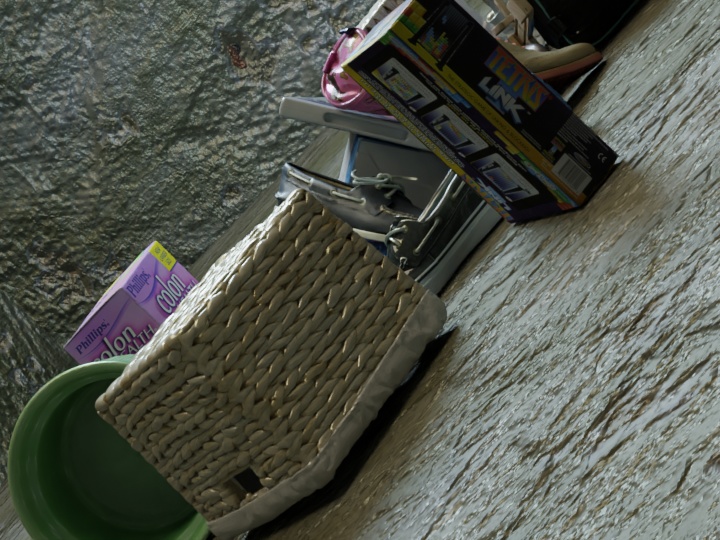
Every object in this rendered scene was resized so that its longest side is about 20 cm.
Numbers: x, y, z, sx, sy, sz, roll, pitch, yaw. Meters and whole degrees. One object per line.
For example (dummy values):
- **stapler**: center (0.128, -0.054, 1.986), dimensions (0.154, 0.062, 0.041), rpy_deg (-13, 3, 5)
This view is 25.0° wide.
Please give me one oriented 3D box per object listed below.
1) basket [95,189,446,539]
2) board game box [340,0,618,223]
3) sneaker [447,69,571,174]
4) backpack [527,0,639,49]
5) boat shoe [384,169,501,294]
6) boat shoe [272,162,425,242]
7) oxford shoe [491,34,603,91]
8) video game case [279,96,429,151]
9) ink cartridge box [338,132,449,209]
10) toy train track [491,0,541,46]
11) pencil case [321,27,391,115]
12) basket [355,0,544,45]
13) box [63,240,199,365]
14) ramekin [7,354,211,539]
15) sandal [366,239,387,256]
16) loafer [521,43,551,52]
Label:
- **basket**: center (-0.072, 0.073, 1.288), dimensions (0.200, 0.161, 0.198), rpy_deg (-51, 8, -35)
- **board game box**: center (0.090, -0.128, 1.287), dimensions (0.057, 0.200, 0.165), rpy_deg (-50, 9, -10)
- **sneaker**: center (0.131, -0.111, 1.476), dimensions (0.085, 0.077, 0.200), rpy_deg (-52, -1, -21)
- **backpack**: center (0.232, -0.347, 1.675), dimensions (0.200, 0.176, 0.153), rpy_deg (-42, 13, 3)
- **boat shoe**: center (0.053, -0.023, 1.434), dimensions (0.200, 0.071, 0.072), rpy_deg (-49, 9, -12)
- **boat shoe**: center (0.007, -0.063, 1.532), dimensions (0.075, 0.198, 0.063), rpy_deg (1, -81, -56)
- **oxford shoe**: center (0.142, -0.200, 1.555), dimensions (0.198, 0.076, 0.070), rpy_deg (-15, -11, -24)
- **video game case**: center (0.030, -0.149, 1.655), dimensions (0.200, 0.180, 0.023), rpy_deg (-20, -57, -74)
- **ink cartridge box**: center (0.039, -0.103, 1.677), dimensions (0.200, 0.114, 0.069), rpy_deg (-112, 34, -81)
- **toy train track**: center (0.162, -0.251, 1.696), dimensions (0.032, 0.115, 0.200), rpy_deg (-40, -6, 2)
- **pencil case**: center (0.059, -0.187, 1.607), dimensions (0.083, 0.198, 0.088), rpy_deg (-34, 58, 48)
- **basket**: center (0.098, -0.262, 1.907), dimensions (0.161, 0.198, 0.200), rpy_deg (-48, 8, 19)
- **box**: center (-0.198, 0.091, 1.751), dimensions (0.097, 0.200, 0.176), rpy_deg (-44, 8, 16)
- **ramekin**: center (-0.211, 0.173, 1.474), dimensions (0.200, 0.200, 0.098), rpy_deg (-45, 1, 10)
- **sandal**: center (0.000, 0.000, 1.559), dimensions (0.080, 0.087, 0.200), rpy_deg (-47, 10, -13)
- **loafer**: center (0.143, -0.185, 1.719), dimensions (0.071, 0.073, 0.200), rpy_deg (-49, 8, -19)
